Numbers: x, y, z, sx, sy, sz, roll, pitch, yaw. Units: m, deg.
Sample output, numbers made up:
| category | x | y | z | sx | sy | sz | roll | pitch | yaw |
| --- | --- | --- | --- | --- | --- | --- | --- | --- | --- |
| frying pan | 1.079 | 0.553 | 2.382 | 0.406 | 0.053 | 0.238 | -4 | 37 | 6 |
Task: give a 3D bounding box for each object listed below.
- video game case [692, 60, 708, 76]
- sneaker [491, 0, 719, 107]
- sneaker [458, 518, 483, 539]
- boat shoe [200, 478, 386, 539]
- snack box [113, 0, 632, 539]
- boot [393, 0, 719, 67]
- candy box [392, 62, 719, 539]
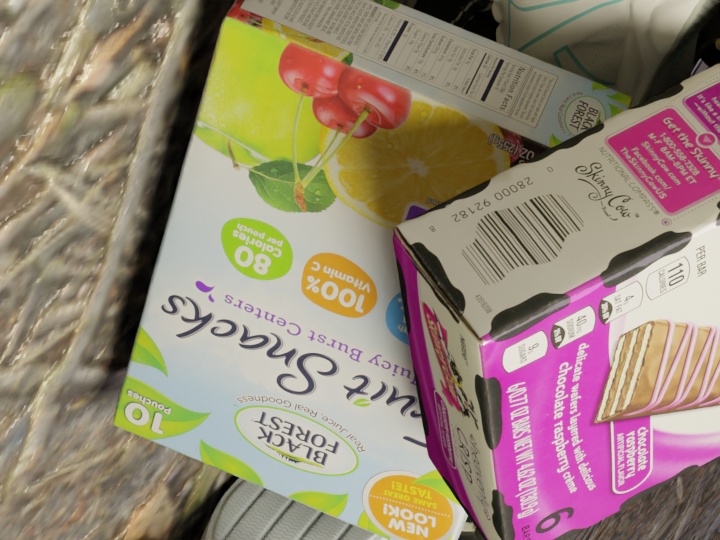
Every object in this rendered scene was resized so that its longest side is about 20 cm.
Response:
| category | x | y | z | sx | sy | sz | roll | pitch | yaw |
| --- | --- | --- | --- | --- | --- | --- | --- | --- | --- |
| video game case | 0.201 | -0.140 | 1.313 | 0.200 | 0.025 | 0.181 | -61 | 164 | 15 |
| sneaker | 0.082 | -0.089 | 0.941 | 0.070 | 0.080 | 0.200 | -45 | 168 | -38 |
| sneaker | 0.064 | 0.102 | 1.367 | 0.200 | 0.078 | 0.089 | -44 | -166 | 48 |
| boat shoe | -0.013 | 0.118 | 1.232 | 0.200 | 0.072 | 0.062 | -34 | 150 | -52 |
| snack box | 0.000 | 0.000 | 0.947 | 0.053 | 0.142 | 0.200 | -61 | 173 | -50 |
| boot | 0.104 | -0.099 | 1.021 | 0.204 | 0.154 | 0.073 | -53 | 161 | -6 |
| candy box | 0.116 | 0.002 | 0.878 | 0.200 | 0.061 | 0.137 | -28 | 144 | -13 |
